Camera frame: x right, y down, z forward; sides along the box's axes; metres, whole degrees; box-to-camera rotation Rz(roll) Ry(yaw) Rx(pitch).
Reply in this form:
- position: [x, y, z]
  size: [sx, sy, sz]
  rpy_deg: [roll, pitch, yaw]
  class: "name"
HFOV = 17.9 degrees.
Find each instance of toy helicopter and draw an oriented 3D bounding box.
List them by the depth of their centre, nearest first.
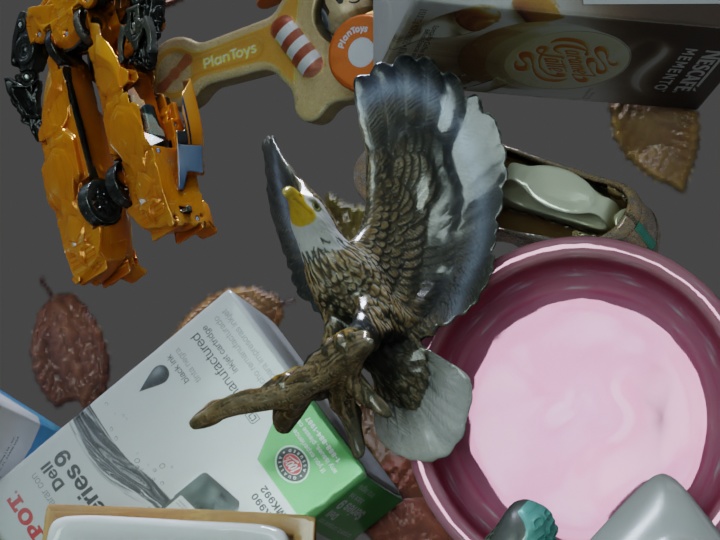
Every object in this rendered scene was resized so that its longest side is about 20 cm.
- position: [-0.047, -0.150, 1.414]
  size: [0.199, 0.079, 0.133]
  rpy_deg: [-14, 78, 25]
  class: "toy helicopter"

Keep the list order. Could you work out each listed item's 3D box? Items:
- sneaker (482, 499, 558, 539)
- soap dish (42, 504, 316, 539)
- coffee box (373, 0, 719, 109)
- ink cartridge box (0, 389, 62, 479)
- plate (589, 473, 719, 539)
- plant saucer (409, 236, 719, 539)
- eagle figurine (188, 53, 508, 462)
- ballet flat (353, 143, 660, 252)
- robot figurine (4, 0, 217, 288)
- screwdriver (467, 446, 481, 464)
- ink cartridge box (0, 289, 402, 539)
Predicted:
- position: [0.029, 0.187, 1.254]
  size: [0.091, 0.078, 0.200]
  rpy_deg: [42, 119, 11]
  class: "sneaker"
- position: [-0.100, 0.230, 1.233]
  size: [0.157, 0.081, 0.201]
  rpy_deg: [1, 79, 17]
  class: "soap dish"
- position: [0.115, -0.156, 1.302]
  size: [0.199, 0.114, 0.080]
  rpy_deg: [3, 70, -11]
  class: "coffee box"
- position: [-0.299, 0.107, 1.346]
  size: [0.146, 0.200, 0.147]
  rpy_deg: [28, 84, 21]
  class: "ink cartridge box"
- position: [0.167, 0.233, 1.194]
  size: [0.199, 0.032, 0.200]
  rpy_deg: [-39, 86, -29]
  class: "plate"
- position: [0.125, 0.083, 1.294]
  size: [0.200, 0.051, 0.201]
  rpy_deg: [0, 83, 4]
  class: "plant saucer"
- position: [-0.001, -0.006, 1.264]
  size: [0.151, 0.151, 0.200]
  rpy_deg: [9, 43, 6]
  class: "eagle figurine"
- position: [0.081, -0.051, 1.347]
  size: [0.199, 0.067, 0.068]
  rpy_deg: [14, 74, 21]
  class: "ballet flat"
- position: [-0.155, -0.099, 1.423]
  size: [0.145, 0.058, 0.201]
  rpy_deg: [-28, 67, 37]
  class: "robot figurine"
- position: [0.096, 0.055, 1.346]
  size: [0.029, 0.028, 0.200]
  rpy_deg: [18, 73, 49]
  class: "screwdriver"
- position: [-0.101, 0.135, 1.344]
  size: [0.200, 0.084, 0.146]
  rpy_deg: [-40, 68, 3]
  class: "ink cartridge box"
